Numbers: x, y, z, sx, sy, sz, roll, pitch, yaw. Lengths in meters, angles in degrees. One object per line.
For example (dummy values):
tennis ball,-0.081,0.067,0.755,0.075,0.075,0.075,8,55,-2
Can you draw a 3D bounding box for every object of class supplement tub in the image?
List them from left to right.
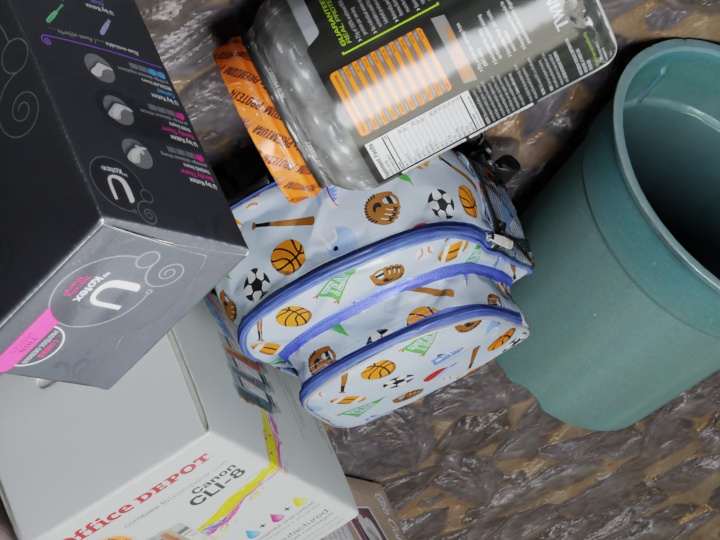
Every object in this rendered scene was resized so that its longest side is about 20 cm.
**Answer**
supplement tub,0.028,-0.124,1.572,0.199,0.123,0.123,-27,150,3

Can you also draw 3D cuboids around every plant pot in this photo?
plant pot,0.184,-0.007,1.820,0.200,0.201,0.196,1,148,-38

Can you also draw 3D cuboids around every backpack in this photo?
backpack,0.000,0.000,1.702,0.200,0.154,0.190,-33,154,12

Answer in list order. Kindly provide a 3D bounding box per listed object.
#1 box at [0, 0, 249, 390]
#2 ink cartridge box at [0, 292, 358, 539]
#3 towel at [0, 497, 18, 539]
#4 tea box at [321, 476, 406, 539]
box,-0.161,-0.058,1.451,0.106,0.200,0.122,12,133,-47
ink cartridge box,-0.125,0.104,1.786,0.145,0.145,0.200,-33,149,14
towel,-0.218,0.165,1.754,0.032,0.191,0.200,-50,140,1
tea box,-0.051,0.275,2.053,0.197,0.200,0.133,-41,146,22
